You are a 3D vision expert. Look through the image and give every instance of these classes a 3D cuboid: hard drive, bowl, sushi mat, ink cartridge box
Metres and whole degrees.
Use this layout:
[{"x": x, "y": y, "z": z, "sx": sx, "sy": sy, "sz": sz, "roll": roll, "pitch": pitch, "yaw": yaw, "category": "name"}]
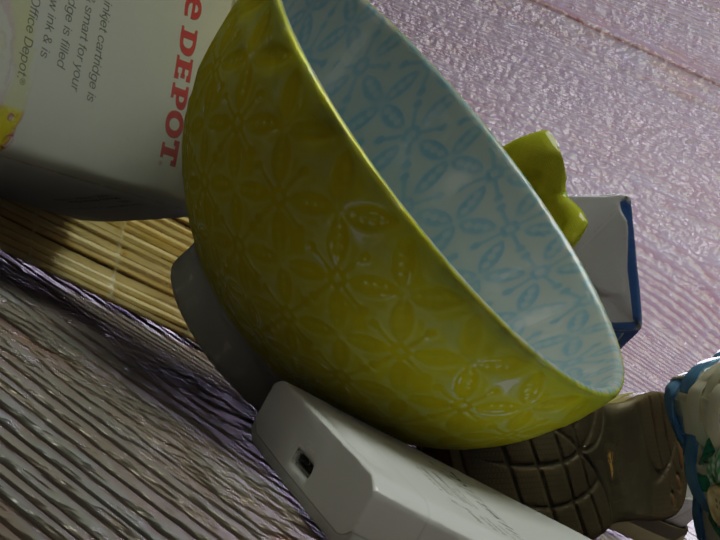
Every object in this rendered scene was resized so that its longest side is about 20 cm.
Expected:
[{"x": 0.066, "y": 0.103, "z": 0.671, "sx": 0.200, "sy": 0.027, "sz": 0.132, "roll": 28, "pitch": 2, "yaw": -18, "category": "hard drive"}, {"x": -0.005, "y": -0.005, "z": 0.759, "sx": 0.200, "sy": 0.108, "sz": 0.200, "roll": 46, "pitch": 18, "yaw": -19, "category": "bowl"}, {"x": -0.128, "y": -0.047, "z": 0.848, "sx": 0.200, "sy": 0.096, "sz": 0.012, "roll": 28, "pitch": -25, "yaw": -35, "category": "sushi mat"}, {"x": 0.073, "y": 0.015, "z": 1.132, "sx": 0.136, "sy": 0.077, "sz": 0.200, "roll": -1, "pitch": -9, "yaw": -1, "category": "ink cartridge box"}, {"x": -0.145, "y": -0.110, "z": 0.764, "sx": 0.200, "sy": 0.146, "sz": 0.087, "roll": 16, "pitch": -11, "yaw": -41, "category": "ink cartridge box"}]

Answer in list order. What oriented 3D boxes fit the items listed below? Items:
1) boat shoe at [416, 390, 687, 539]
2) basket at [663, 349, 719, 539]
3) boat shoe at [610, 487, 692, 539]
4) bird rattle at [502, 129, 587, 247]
[{"x": 0.074, "y": 0.082, "z": 0.885, "sx": 0.067, "sy": 0.072, "sz": 0.200, "roll": -8, "pitch": -10, "yaw": 31, "category": "boat shoe"}, {"x": 0.213, "y": 0.099, "z": 0.759, "sx": 0.139, "sy": 0.177, "sz": 0.200, "roll": -19, "pitch": 12, "yaw": -34, "category": "basket"}, {"x": 0.104, "y": 0.082, "z": 1.090, "sx": 0.200, "sy": 0.069, "sz": 0.075, "roll": 27, "pitch": 5, "yaw": -29, "category": "boat shoe"}, {"x": 0.000, "y": 0.000, "z": 0.926, "sx": 0.199, "sy": 0.113, "sz": 0.163, "roll": 5, "pitch": 28, "yaw": 6, "category": "bird rattle"}]
